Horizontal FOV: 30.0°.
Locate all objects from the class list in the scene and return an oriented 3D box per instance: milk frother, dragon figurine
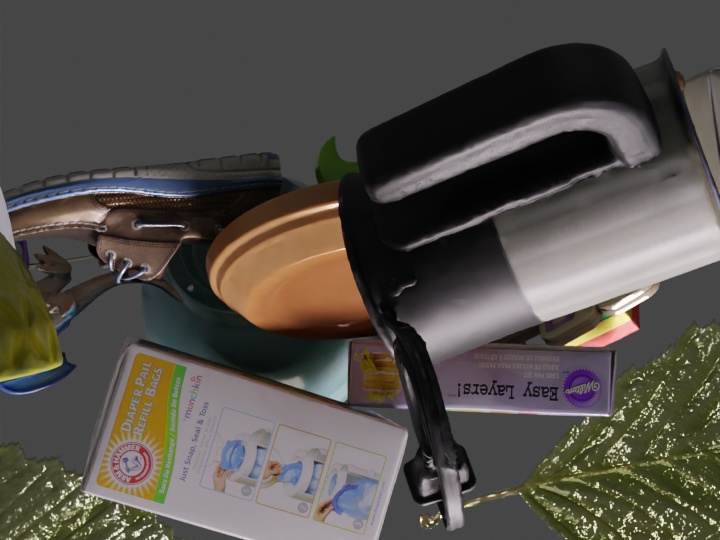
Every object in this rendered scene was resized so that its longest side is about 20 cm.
[{"bbox_3d":[0.096,0.007,0.677,0.187,0.202,0.180,-21,167,16],"label":"milk frother"},{"bbox_3d":[-0.225,0.041,0.899,0.198,0.059,0.100,-14,146,-26],"label":"dragon figurine"}]

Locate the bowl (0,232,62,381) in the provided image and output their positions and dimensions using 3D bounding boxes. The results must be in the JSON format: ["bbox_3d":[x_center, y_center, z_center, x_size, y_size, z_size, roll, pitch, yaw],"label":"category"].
[{"bbox_3d":[-0.224,0.001,0.531,0.198,0.109,0.200,-9,180,0],"label":"bowl"}]

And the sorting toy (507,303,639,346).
[{"bbox_3d":[0.154,0.009,1.156,0.199,0.070,0.200,-30,-153,27],"label":"sorting toy"}]

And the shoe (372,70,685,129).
[{"bbox_3d":[0.104,-0.079,0.795,0.198,0.054,0.070,-9,180,-11],"label":"shoe"}]

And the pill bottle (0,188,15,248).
[{"bbox_3d":[-0.277,0.011,0.674,0.198,0.111,0.110,-8,180,-7],"label":"pill bottle"}]

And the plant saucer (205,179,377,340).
[{"bbox_3d":[0.000,0.000,0.869,0.198,0.038,0.201,-8,157,-3],"label":"plant saucer"}]

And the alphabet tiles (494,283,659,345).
[{"bbox_3d":[0.177,-0.024,1.064,0.195,0.015,0.201,-32,-150,22],"label":"alphabet tiles"}]

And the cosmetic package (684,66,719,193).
[{"bbox_3d":[0.250,-0.084,0.891,0.102,0.088,0.200,-9,180,-2],"label":"cosmetic package"}]

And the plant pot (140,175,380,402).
[{"bbox_3d":[-0.081,0.007,1.029,0.198,0.202,0.134,-9,154,0],"label":"plant pot"}]

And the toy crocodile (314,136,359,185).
[{"bbox_3d":[0.069,-0.075,0.874,0.198,0.062,0.068,-14,179,5],"label":"toy crocodile"}]

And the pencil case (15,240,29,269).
[{"bbox_3d":[-0.323,0.000,0.976,0.199,0.085,0.085,-11,157,43],"label":"pencil case"}]

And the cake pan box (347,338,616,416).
[{"bbox_3d":[0.096,0.079,0.989,0.182,0.053,0.200,3,176,10],"label":"cake pan box"}]

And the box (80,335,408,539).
[{"bbox_3d":[-0.083,0.123,0.925,0.198,0.102,0.112,18,176,-11],"label":"box"}]

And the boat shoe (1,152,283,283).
[{"bbox_3d":[-0.142,-0.030,0.867,0.198,0.073,0.072,-9,180,-14],"label":"boat shoe"}]
